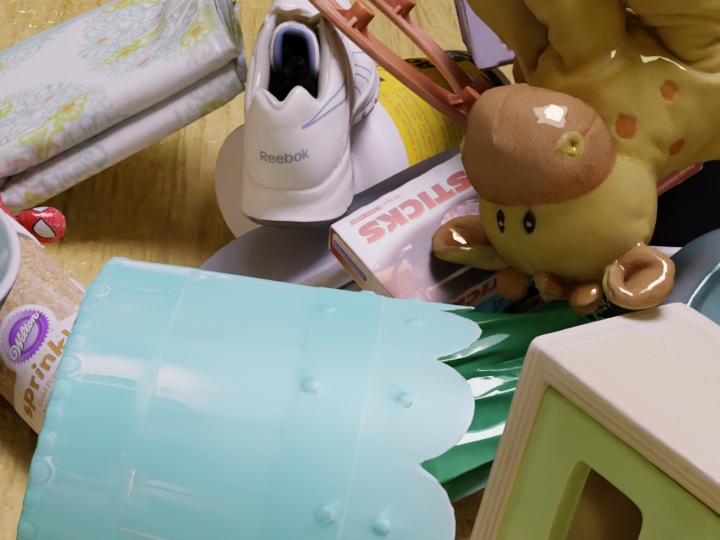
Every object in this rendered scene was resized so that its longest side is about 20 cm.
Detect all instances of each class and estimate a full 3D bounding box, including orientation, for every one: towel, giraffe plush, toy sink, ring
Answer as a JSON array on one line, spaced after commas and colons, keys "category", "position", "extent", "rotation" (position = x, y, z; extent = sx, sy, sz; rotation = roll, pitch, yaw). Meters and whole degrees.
[{"category": "towel", "position": [-0.159, -0.112, 0.984], "extent": [0.199, 0.048, 0.171], "rotation": [-27, 27, 7]}, {"category": "giraffe plush", "position": [0.106, -0.067, 0.787], "extent": [0.200, 0.162, 0.172], "rotation": [42, -21, -15]}, {"category": "toy sink", "position": [0.154, 0.124, 0.695], "extent": [0.112, 0.131, 0.200], "rotation": [-11, 37, -39]}, {"category": "ring", "position": [0.012, -0.147, 0.933], "extent": [0.200, 0.019, 0.201], "rotation": [39, 16, -13]}]

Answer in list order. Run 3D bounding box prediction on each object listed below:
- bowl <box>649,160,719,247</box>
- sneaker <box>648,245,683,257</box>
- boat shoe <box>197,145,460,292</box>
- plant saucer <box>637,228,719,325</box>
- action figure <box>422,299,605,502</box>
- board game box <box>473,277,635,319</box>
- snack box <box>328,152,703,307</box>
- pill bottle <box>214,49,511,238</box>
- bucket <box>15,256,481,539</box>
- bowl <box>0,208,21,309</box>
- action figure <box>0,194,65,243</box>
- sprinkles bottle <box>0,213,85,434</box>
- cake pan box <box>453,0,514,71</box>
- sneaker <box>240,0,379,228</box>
[{"category": "bowl", "position": [0.211, -0.058, 0.986], "extent": [0.039, 0.201, 0.201], "rotation": [-1, 30, -32]}, {"category": "sneaker", "position": [0.210, 0.052, 0.886], "extent": [0.200, 0.105, 0.075], "rotation": [25, 26, 21]}, {"category": "boat shoe", "position": [0.000, 0.000, 0.901], "extent": [0.199, 0.066, 0.074], "rotation": [-22, 33, -1]}, {"category": "plant saucer", "position": [0.231, 0.060, 0.833], "extent": [0.199, 0.027, 0.201], "rotation": [3, 66, -7]}, {"category": "action figure", "position": [0.055, 0.061, 0.784], "extent": [0.199, 0.055, 0.119], "rotation": [-15, 81, -17]}, {"category": "board game box", "position": [0.097, -0.003, 0.925], "extent": [0.028, 0.135, 0.200], "rotation": [53, 22, -16]}, {"category": "snack box", "position": [0.084, -0.038, 0.853], "extent": [0.200, 0.024, 0.072], "rotation": [-30, 61, -22]}, {"category": "pill bottle", "position": [0.007, -0.069, 1.013], "extent": [0.111, 0.112, 0.200], "rotation": [30, 32, 29]}, {"category": "bucket", "position": [-0.042, 0.095, 0.590], "extent": [0.134, 0.208, 0.207], "rotation": [11, 27, 0]}, {"category": "bowl", "position": [-0.254, 0.026, 0.718], "extent": [0.200, 0.105, 0.201], "rotation": [10, 28, -6]}, {"category": "action figure", "position": [-0.255, -0.027, 0.870], "extent": [0.199, 0.052, 0.066], "rotation": [3, 60, -24]}, {"category": "sprinkles bottle", "position": [-0.139, 0.044, 0.778], "extent": [0.068, 0.069, 0.200], "rotation": [-13, 37, -41]}, {"category": "cake pan box", "position": [0.156, -0.172, 0.997], "extent": [0.199, 0.053, 0.184], "rotation": [-12, 14, 6]}, {"category": "sneaker", "position": [-0.027, -0.110, 0.892], "extent": [0.074, 0.087, 0.200], "rotation": [-1, 40, 1]}]
